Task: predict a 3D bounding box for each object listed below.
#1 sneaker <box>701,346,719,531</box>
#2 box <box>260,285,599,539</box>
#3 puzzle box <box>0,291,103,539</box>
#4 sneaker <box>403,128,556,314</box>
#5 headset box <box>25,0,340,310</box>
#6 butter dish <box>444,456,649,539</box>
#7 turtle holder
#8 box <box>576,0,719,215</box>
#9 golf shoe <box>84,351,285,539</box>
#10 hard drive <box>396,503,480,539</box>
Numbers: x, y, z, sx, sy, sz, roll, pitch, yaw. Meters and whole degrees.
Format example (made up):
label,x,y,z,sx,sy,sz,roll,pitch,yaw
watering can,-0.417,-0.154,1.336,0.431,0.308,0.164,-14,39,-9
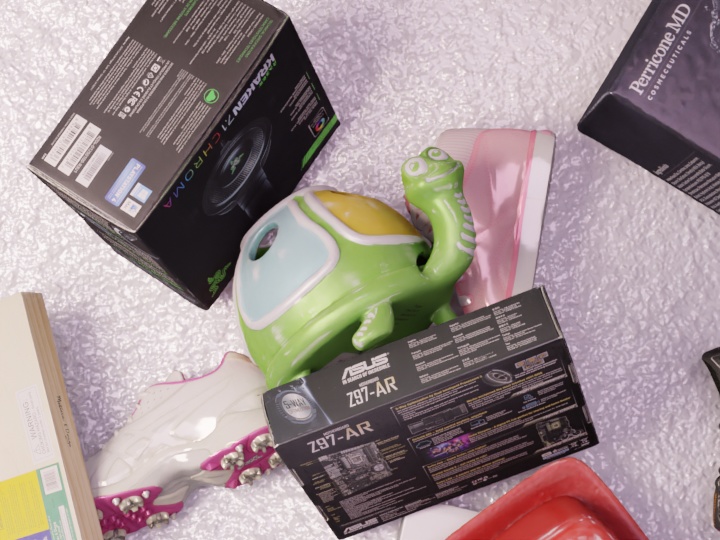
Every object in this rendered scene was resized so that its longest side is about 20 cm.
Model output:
label,x,y,z,sx,sy,sz,roll,pitch,yaw
sneaker,0.286,0.151,1.208,0.086,0.080,0.200,-25,79,4
box,0.051,0.101,1.135,0.200,0.160,0.044,-22,55,5
puzzle box,-0.251,0.129,1.155,0.133,0.025,0.200,-20,79,26
sneaker,0.077,-0.009,1.214,0.104,0.075,0.201,9,83,4
headset box,-0.111,-0.085,1.150,0.093,0.200,0.174,32,80,17
butter dish,0.135,0.250,1.119,0.199,0.148,0.200,-36,86,-9
turtle holder,-0.010,0.004,1.152,0.141,0.186,0.132,-16,65,-37
box,0.297,-0.145,1.224,0.200,0.117,0.197,31,82,1
golf shoe,-0.144,0.127,1.189,0.200,0.075,0.092,-23,61,-4
hard drive,0.116,0.248,1.206,0.200,0.027,0.132,13,82,-3
